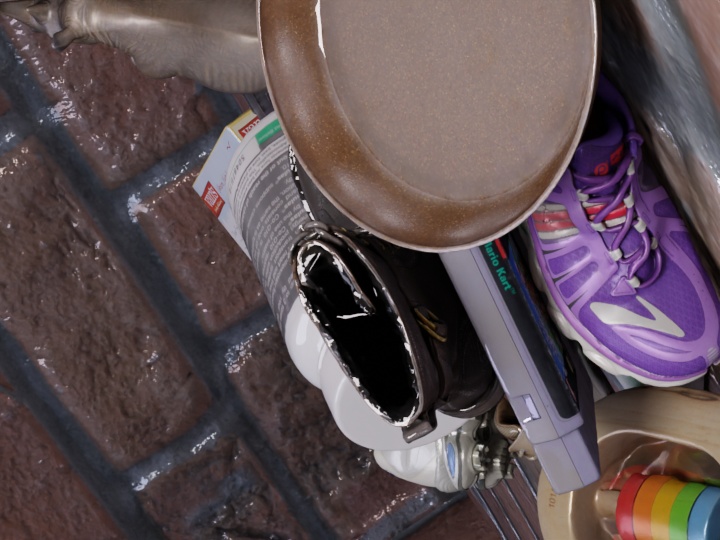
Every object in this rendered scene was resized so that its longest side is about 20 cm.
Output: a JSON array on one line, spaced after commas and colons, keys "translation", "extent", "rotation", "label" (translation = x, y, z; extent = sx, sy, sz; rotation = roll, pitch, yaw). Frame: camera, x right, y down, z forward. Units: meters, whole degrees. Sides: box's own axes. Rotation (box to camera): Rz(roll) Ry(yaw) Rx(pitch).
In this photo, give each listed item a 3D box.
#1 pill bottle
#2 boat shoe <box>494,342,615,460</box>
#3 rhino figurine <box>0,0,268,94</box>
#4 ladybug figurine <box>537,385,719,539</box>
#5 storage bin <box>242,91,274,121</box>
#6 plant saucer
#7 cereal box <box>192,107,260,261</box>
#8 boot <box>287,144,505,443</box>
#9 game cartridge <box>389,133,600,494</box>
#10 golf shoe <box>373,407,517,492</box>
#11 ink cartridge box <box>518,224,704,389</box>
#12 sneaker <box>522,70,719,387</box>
[{"translation": [0.000, 0.000, 1.242], "extent": [0.113, 0.113, 0.200], "rotation": [61, -177, -46], "label": "pill bottle"}, {"translation": [0.114, 0.079, 1.309], "extent": [0.200, 0.072, 0.076], "rotation": [55, -174, -27], "label": "boat shoe"}, {"translation": [-0.098, -0.130, 1.164], "extent": [0.087, 0.200, 0.060], "rotation": [-152, 70, -75], "label": "rhino figurine"}, {"translation": [0.181, 0.131, 1.147], "extent": [0.072, 0.136, 0.200], "rotation": [8, -176, -41], "label": "ladybug figurine"}, {"translation": [-0.018, -0.129, 1.409], "extent": [0.135, 0.094, 0.200], "rotation": [44, -170, -39], "label": "storage bin"}, {"translation": [0.033, -0.109, 0.957], "extent": [0.200, 0.032, 0.201], "rotation": [14, 110, 43], "label": "plant saucer"}, {"translation": [-0.030, -0.010, 1.473], "extent": [0.200, 0.040, 0.144], "rotation": [52, 161, 2], "label": "cereal box"}, {"translation": [0.005, -0.007, 1.058], "extent": [0.200, 0.069, 0.174], "rotation": [59, -167, 14], "label": "boot"}, {"translation": [0.071, 0.002, 1.089], "extent": [0.130, 0.038, 0.200], "rotation": [-92, -24, -72], "label": "game cartridge"}, {"translation": [0.050, 0.038, 1.360], "extent": [0.097, 0.200, 0.078], "rotation": [0, 166, 34], "label": "golf shoe"}, {"translation": [0.143, 0.024, 1.293], "extent": [0.161, 0.050, 0.200], "rotation": [55, 174, 20], "label": "ink cartridge box"}, {"translation": [0.111, -0.033, 1.032], "extent": [0.200, 0.081, 0.083], "rotation": [58, 170, -3], "label": "sneaker"}]
